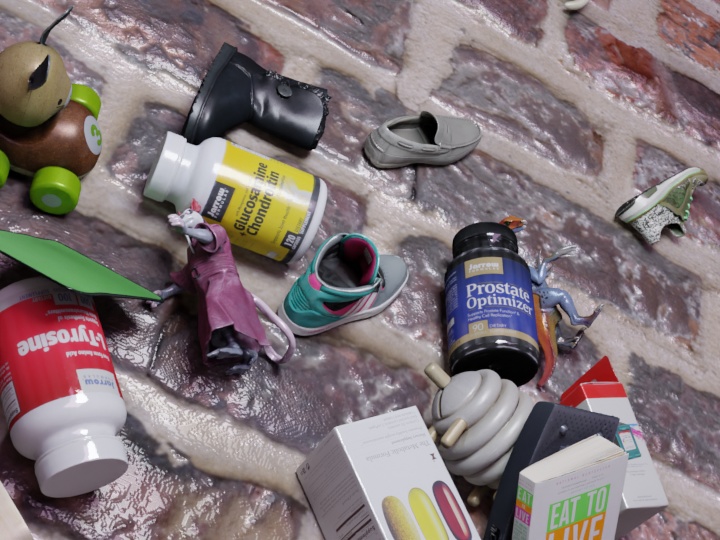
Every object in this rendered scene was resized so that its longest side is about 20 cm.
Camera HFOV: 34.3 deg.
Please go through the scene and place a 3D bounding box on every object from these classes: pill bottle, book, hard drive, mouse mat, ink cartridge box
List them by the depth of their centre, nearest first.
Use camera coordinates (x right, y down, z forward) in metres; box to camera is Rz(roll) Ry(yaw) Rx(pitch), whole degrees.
[{"bbox_3d":[-0.296,0.114,1.149,0.112,0.112,0.200,-6,60,-33],"label":"pill bottle"},{"bbox_3d":[-0.305,-0.006,1.194,0.161,0.008,0.200,26,5,17],"label":"mouse mat"},{"bbox_3d":[0.216,0.292,1.266,0.134,0.200,0.048,-13,27,-34],"label":"book"},{"bbox_3d":[0.207,0.243,1.296,0.135,0.200,0.042,16,5,-41],"label":"hard drive"},{"bbox_3d":[-0.149,-0.090,1.385,0.200,0.112,0.112,21,49,-15],"label":"pill bottle"},{"bbox_3d":[0.278,0.213,1.401,0.067,0.116,0.200,2,55,-28],"label":"ink cartridge box"},{"bbox_3d":[0.162,0.042,1.465,0.112,0.112,0.200,15,51,-20],"label":"pill bottle"}]

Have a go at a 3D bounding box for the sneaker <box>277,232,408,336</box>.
[{"bbox_3d":[0.000,0.000,1.397,0.200,0.121,0.084,-25,71,-40],"label":"sneaker"}]

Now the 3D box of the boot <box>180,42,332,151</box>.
[{"bbox_3d":[-0.129,-0.200,1.503,0.168,0.076,0.200,24,42,-7],"label":"boot"}]

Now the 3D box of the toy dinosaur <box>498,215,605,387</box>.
[{"bbox_3d":[0.229,0.018,1.535,0.181,0.105,0.200,37,51,12],"label":"toy dinosaur"}]

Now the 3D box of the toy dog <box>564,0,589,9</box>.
[{"bbox_3d":[0.318,-0.554,2.006,0.200,0.140,0.194,13,88,-24],"label":"toy dog"}]

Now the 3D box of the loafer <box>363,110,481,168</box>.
[{"bbox_3d":[0.097,-0.187,1.627,0.200,0.070,0.070,-16,66,-37],"label":"loafer"}]

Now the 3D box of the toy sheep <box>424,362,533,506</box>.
[{"bbox_3d":[0.142,0.183,1.339,0.200,0.138,0.138,50,45,-14],"label":"toy sheep"}]

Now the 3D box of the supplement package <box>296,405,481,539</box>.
[{"bbox_3d":[0.036,0.263,1.228,0.114,0.110,0.200,-11,63,-35],"label":"supplement package"}]

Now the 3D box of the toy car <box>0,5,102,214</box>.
[{"bbox_3d":[-0.347,-0.193,1.288,0.158,0.200,0.164,17,50,-18],"label":"toy car"}]

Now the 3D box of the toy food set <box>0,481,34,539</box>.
[{"bbox_3d":[-0.401,0.218,1.057,0.143,0.060,0.200,-28,72,-29],"label":"toy food set"}]

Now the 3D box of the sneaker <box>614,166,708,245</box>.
[{"bbox_3d":[0.472,-0.092,1.784,0.200,0.077,0.089,-27,85,-35],"label":"sneaker"}]

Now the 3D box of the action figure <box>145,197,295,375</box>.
[{"bbox_3d":[-0.154,0.006,1.292,0.149,0.134,0.200,-4,65,-29],"label":"action figure"}]
